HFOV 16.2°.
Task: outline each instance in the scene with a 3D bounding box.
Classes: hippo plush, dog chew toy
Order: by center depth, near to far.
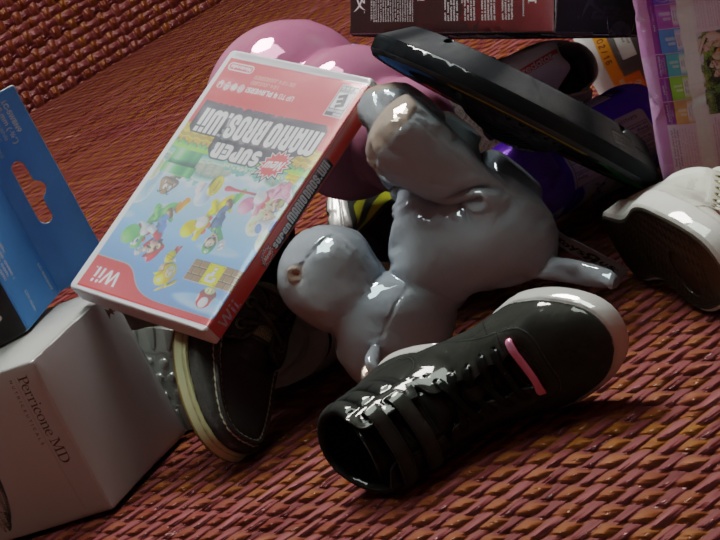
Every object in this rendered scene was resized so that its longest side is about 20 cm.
[{"bbox_3d":[0.041,-0.003,1.585,0.161,0.200,0.159,-50,-5,9],"label":"hippo plush"},{"bbox_3d":[-0.014,-0.103,1.728,0.200,0.125,0.125,17,42,43],"label":"dog chew toy"}]

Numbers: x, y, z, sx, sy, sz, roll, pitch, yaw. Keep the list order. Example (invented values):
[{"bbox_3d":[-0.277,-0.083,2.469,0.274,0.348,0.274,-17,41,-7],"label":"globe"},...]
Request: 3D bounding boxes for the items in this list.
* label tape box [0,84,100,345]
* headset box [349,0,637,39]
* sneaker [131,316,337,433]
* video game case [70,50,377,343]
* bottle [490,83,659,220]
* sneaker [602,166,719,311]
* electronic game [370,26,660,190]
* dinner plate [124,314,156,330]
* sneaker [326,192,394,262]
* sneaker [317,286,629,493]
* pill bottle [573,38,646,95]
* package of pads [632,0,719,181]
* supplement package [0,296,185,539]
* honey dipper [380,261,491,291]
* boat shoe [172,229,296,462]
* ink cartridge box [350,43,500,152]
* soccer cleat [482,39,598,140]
[{"bbox_3d":[-0.283,-0.012,1.663,0.200,0.144,0.063,-28,15,-3],"label":"label tape box"},{"bbox_3d":[0.114,-0.196,1.725,0.200,0.075,0.149,4,6,42],"label":"headset box"},{"bbox_3d":[-0.089,0.059,1.728,0.200,0.076,0.080,-12,8,30],"label":"sneaker"},{"bbox_3d":[-0.088,-0.052,1.632,0.143,0.017,0.200,16,67,45],"label":"video game case"},{"bbox_3d":[0.122,-0.064,1.719,0.200,0.065,0.084,-26,-9,-33],"label":"bottle"},{"bbox_3d":[0.204,-0.031,1.475,0.085,0.073,0.200,-30,12,-4],"label":"sneaker"},{"bbox_3d":[0.097,-0.099,1.585,0.042,0.200,0.200,-64,15,1],"label":"electronic game"},{"bbox_3d":[-0.142,0.005,1.811,0.024,0.200,0.200,29,41,20],"label":"dinner plate"},{"bbox_3d":[0.023,-0.022,1.823,0.085,0.075,0.200,-17,24,13],"label":"sneaker"},{"bbox_3d":[0.057,0.072,1.382,0.200,0.071,0.099,-22,14,45],"label":"sneaker"},{"bbox_3d":[0.266,-0.205,1.932,0.200,0.116,0.116,-22,14,17],"label":"pill bottle"},{"bbox_3d":[0.220,-0.151,1.617,0.076,0.200,0.121,-7,19,18],"label":"package of pads"},{"bbox_3d":[-0.242,0.109,1.698,0.200,0.117,0.117,-20,14,30],"label":"supplement package"},{"bbox_3d":[0.000,0.000,1.714,0.200,0.038,0.038,2,22,16],"label":"honey dipper"},{"bbox_3d":[-0.075,0.025,1.616,0.065,0.073,0.200,-24,54,32],"label":"boat shoe"},{"bbox_3d":[0.050,-0.099,1.906,0.068,0.200,0.116,-65,18,-2],"label":"ink cartridge box"},{"bbox_3d":[0.138,-0.128,1.802,0.085,0.069,0.200,-33,-12,17],"label":"soccer cleat"}]
